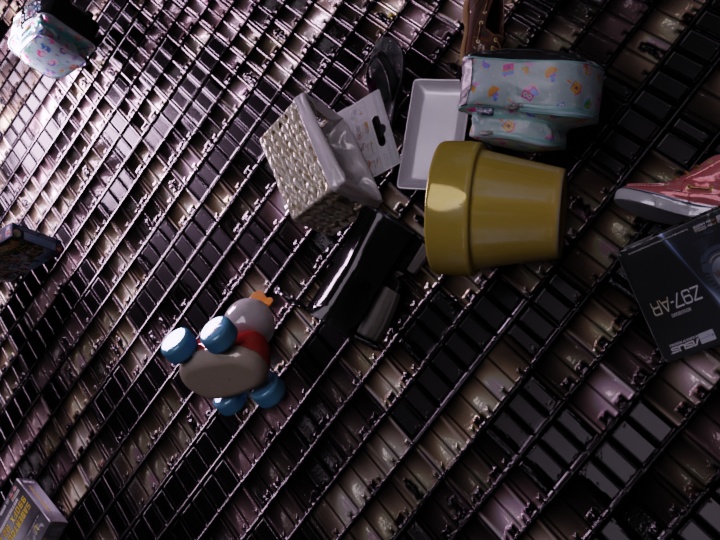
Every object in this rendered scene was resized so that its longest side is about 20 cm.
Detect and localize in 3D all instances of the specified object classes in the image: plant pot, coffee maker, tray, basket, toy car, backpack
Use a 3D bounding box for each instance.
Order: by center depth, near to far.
[{"bbox_3d":[0.207,-0.088,1.198,0.186,0.201,0.204,5,77,18],"label":"plant pot"},{"bbox_3d":[0.263,-0.257,1.216,0.198,0.175,0.156,2,92,34],"label":"backpack"},{"bbox_3d":[0.000,0.000,1.296,0.134,0.191,0.202,27,88,52],"label":"coffee maker"},{"bbox_3d":[0.128,-0.230,1.377,0.106,0.022,0.203,6,78,18],"label":"tray"},{"bbox_3d":[-0.071,-0.175,1.379,0.123,0.135,0.202,-36,61,21],"label":"basket"},{"bbox_3d":[-0.222,0.120,1.448,0.175,0.185,0.202,-16,37,29],"label":"toy car"},{"bbox_3d":[-0.767,-0.571,1.999,0.198,0.177,0.153,-11,64,34],"label":"backpack"}]

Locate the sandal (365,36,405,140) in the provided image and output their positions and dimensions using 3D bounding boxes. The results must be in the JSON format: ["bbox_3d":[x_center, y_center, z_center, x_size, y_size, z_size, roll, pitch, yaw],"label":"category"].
[{"bbox_3d":[0.040,-0.338,1.464,0.074,0.048,0.204,-6,73,32],"label":"sandal"}]

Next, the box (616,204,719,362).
[{"bbox_3d":[0.456,0.008,1.042,0.198,0.043,0.162,-25,88,24],"label":"box"}]

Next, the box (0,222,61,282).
[{"bbox_3d":[-0.817,-0.038,1.884,0.198,0.136,0.038,-23,63,26],"label":"box"}]

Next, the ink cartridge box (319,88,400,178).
[{"bbox_3d":[-0.021,-0.208,1.464,0.198,0.057,0.165,-24,66,19],"label":"ink cartridge box"}]

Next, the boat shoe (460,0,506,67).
[{"bbox_3d":[0.209,-0.381,1.352,0.070,0.070,0.203,-10,69,35],"label":"boat shoe"}]

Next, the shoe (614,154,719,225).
[{"bbox_3d":[0.456,-0.111,1.106,0.198,0.071,0.092,16,82,31],"label":"shoe"}]

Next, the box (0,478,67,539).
[{"bbox_3d":[-0.705,0.562,1.671,0.158,0.048,0.202,31,93,37],"label":"box"}]
